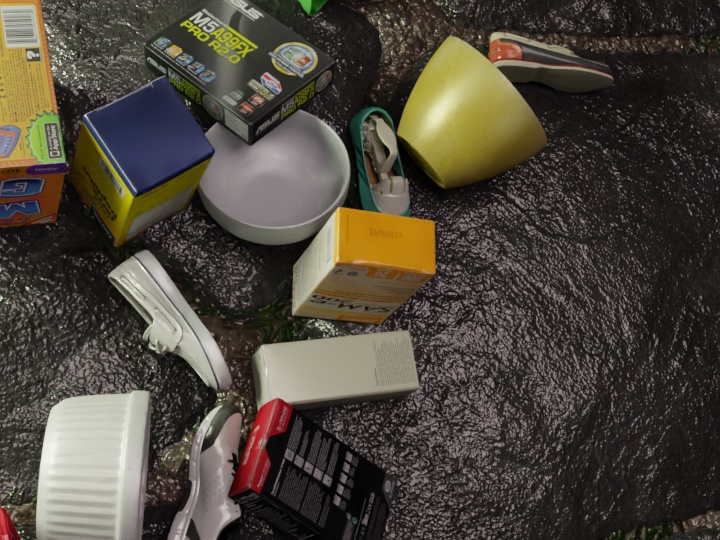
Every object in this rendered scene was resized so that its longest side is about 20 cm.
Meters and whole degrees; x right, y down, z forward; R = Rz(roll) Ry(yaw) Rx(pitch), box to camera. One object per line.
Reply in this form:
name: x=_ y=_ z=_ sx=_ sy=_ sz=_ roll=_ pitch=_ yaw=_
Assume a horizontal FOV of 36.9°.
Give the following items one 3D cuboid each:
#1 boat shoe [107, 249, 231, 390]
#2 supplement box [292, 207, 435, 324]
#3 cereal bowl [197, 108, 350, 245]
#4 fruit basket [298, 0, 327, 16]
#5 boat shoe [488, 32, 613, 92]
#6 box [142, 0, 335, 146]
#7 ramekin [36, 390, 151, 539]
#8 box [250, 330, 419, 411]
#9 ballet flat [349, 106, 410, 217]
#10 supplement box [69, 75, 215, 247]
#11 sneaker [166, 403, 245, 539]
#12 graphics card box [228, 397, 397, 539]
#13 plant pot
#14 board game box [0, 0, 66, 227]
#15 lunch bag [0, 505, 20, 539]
boat shoe: x=-0.232 y=0.069 z=1.306 sx=0.066 sy=0.072 sz=0.200 roll=-33 pitch=86 yaw=-21
supplement box: x=0.000 y=0.000 z=1.338 sx=0.126 sy=0.200 sz=0.074 roll=7 pitch=68 yaw=-16
cereal bowl: x=-0.113 y=-0.111 z=1.382 sx=0.199 sy=0.083 sz=0.200 roll=3 pitch=55 yaw=-5
fruit basket: x=0.000 y=-0.453 z=1.502 sx=0.215 sy=0.156 sz=0.216 roll=3 pitch=64 yaw=-6
boat shoe: x=0.286 y=-0.312 z=1.613 sx=0.199 sy=0.071 sz=0.063 roll=6 pitch=69 yaw=-14
box: x=-0.159 y=-0.270 z=1.410 sx=0.200 sy=0.044 sz=0.160 roll=38 pitch=61 yaw=19
ramekin: x=-0.287 y=0.230 z=1.172 sx=0.105 sy=0.200 sz=0.201 roll=4 pitch=72 yaw=-9
box: x=-0.032 y=0.129 z=1.360 sx=0.199 sy=0.068 sz=0.082 roll=-3 pitch=74 yaw=-20
ballet flat: x=0.031 y=-0.131 z=1.462 sx=0.067 sy=0.070 sz=0.201 roll=-9 pitch=77 yaw=-22
supplement box: x=-0.264 y=-0.125 z=1.282 sx=0.109 sy=0.200 sz=0.110 roll=-33 pitch=86 yaw=-26
sneaker: x=-0.162 y=0.256 z=1.259 sx=0.080 sy=0.074 sz=0.201 roll=5 pitch=74 yaw=22
graphics card box: x=-0.052 y=0.257 z=1.278 sx=0.200 sy=0.051 sz=0.126 roll=37 pitch=47 yaw=-23
plant pot: x=0.133 y=-0.196 z=1.470 sx=0.142 sy=0.200 sz=0.200 roll=-42 pitch=90 yaw=-1
board game box: x=-0.456 y=-0.169 z=1.227 sx=0.199 sy=0.200 sz=0.201 roll=-7 pitch=76 yaw=-22
lunch bag: x=-0.387 y=0.297 z=1.098 sx=0.082 sy=0.200 sz=0.177 roll=-16 pitch=97 yaw=-22
